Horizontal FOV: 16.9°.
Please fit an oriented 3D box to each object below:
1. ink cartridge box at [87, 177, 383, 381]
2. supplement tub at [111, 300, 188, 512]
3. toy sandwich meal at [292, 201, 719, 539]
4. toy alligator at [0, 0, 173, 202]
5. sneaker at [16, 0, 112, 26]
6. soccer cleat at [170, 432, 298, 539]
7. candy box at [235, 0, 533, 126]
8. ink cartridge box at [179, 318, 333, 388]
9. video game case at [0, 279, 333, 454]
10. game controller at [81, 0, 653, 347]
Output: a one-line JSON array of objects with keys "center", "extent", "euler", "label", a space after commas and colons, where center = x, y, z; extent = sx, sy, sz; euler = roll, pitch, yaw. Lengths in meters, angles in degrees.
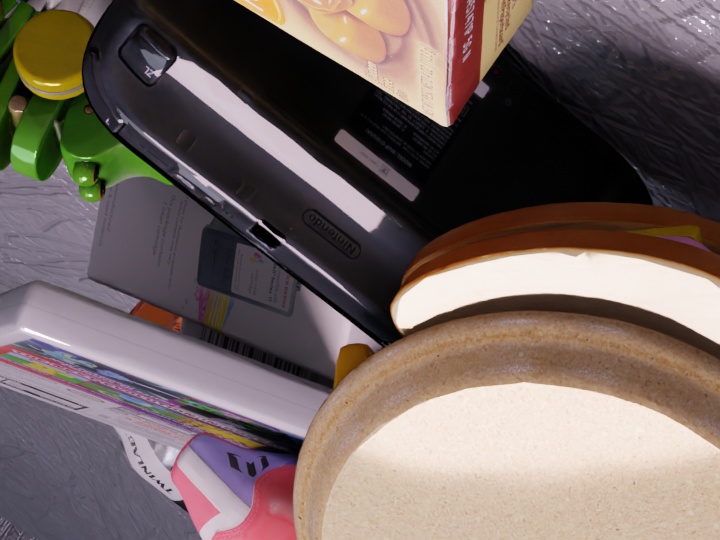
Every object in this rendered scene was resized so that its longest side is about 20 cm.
[{"center": [0.000, 0.000, 0.944], "extent": [0.117, 0.068, 0.199], "euler": [6, -170, -45], "label": "ink cartridge box"}, {"center": [-0.043, 0.093, 1.312], "extent": [0.200, 0.123, 0.122], "euler": [39, 165, -17], "label": "supplement tub"}, {"center": [0.069, 0.073, 0.770], "extent": [0.204, 0.070, 0.206], "euler": [9, 126, 13], "label": "toy sandwich meal"}, {"center": [-0.101, -0.051, 0.837], "extent": [0.199, 0.054, 0.059], "euler": [27, 160, 13], "label": "toy alligator"}, {"center": [-0.107, -0.110, 0.905], "extent": [0.129, 0.080, 0.199], "euler": [23, 158, 25], "label": "sneaker"}, {"center": [-0.015, 0.104, 0.940], "extent": [0.076, 0.067, 0.200], "euler": [44, -179, 18], "label": "soccer cleat"}, {"center": [-0.042, -0.133, 0.721], "extent": [0.199, 0.055, 0.116], "euler": [31, 164, 12], "label": "candy box"}, {"center": [0.022, 0.049, 1.095], "extent": [0.160, 0.050, 0.200], "euler": [14, -175, 15], "label": "ink cartridge box"}, {"center": [-0.057, 0.052, 0.938], "extent": [0.199, 0.023, 0.182], "euler": [22, 168, -18], "label": "video game case"}, {"center": [0.007, -0.041, 0.805], "extent": [0.200, 0.105, 0.042], "euler": [38, 157, -13], "label": "game controller"}]
